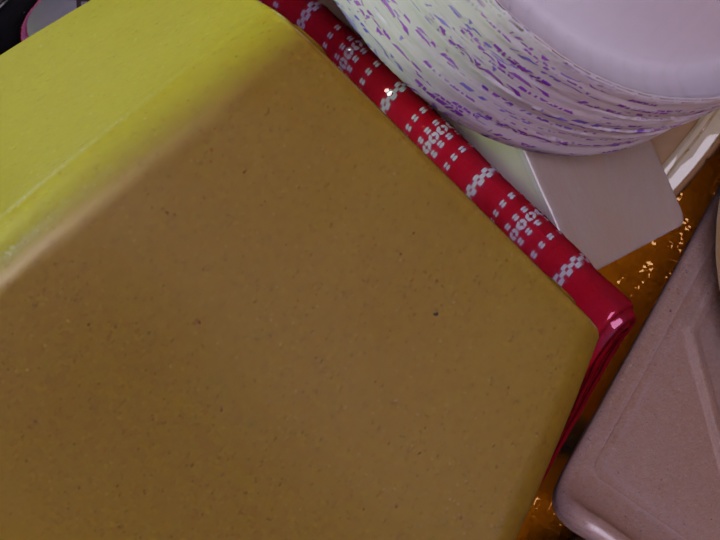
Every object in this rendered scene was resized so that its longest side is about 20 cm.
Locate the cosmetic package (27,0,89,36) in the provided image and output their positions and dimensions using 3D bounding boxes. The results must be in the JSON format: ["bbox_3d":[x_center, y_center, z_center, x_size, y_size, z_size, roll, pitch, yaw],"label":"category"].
[{"bbox_3d":[-0.132,-0.136,0.861,0.112,0.081,0.201,-4,120,-5],"label":"cosmetic package"}]

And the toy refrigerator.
[{"bbox_3d":[0.029,-0.088,0.865,0.070,0.076,0.201,-23,91,40],"label":"toy refrigerator"}]

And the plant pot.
[{"bbox_3d":[-0.053,0.024,0.721,0.200,0.200,0.177,42,89,-22],"label":"plant pot"}]

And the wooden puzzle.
[{"bbox_3d":[0.180,0.067,0.917,0.184,0.037,0.201,35,58,-4],"label":"wooden puzzle"}]

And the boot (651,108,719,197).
[{"bbox_3d":[0.086,-0.119,0.925,0.155,0.073,0.201,32,85,-5],"label":"boot"}]

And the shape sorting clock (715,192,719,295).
[{"bbox_3d":[0.225,-0.010,0.880,0.198,0.039,0.202,-3,80,17],"label":"shape sorting clock"}]

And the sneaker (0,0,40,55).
[{"bbox_3d":[-0.086,-0.145,0.787,0.200,0.079,0.095,-44,137,16],"label":"sneaker"}]

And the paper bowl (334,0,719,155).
[{"bbox_3d":[0.079,-0.146,0.803,0.199,0.104,0.202,13,67,-33],"label":"paper bowl"}]

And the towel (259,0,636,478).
[{"bbox_3d":[0.000,0.000,0.858,0.022,0.145,0.200,-24,60,-41],"label":"towel"}]

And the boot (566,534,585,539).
[{"bbox_3d":[0.069,0.110,0.930,0.199,0.066,0.176,-21,95,-8],"label":"boot"}]
